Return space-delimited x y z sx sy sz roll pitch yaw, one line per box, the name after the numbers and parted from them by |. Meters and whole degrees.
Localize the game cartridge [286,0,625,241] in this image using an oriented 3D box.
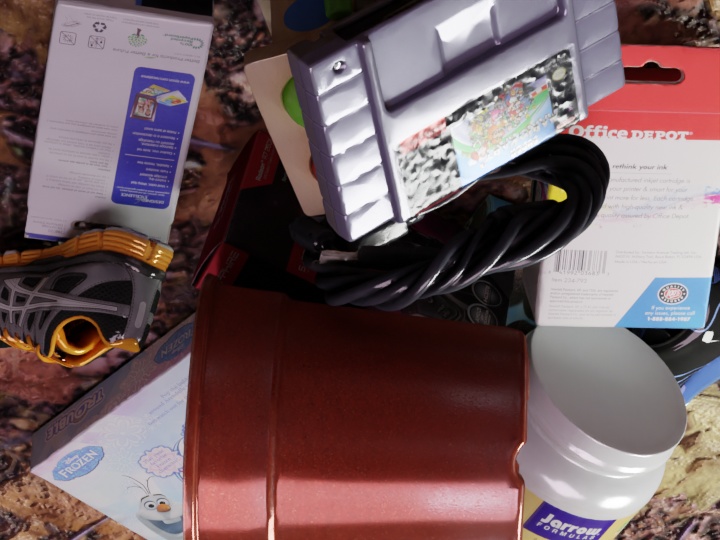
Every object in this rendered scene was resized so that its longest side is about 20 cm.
0.059 -0.110 1.306 0.200 0.038 0.130 -30 128 -19 | game cartridge

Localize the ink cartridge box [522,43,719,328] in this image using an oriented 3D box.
0.172 -0.065 1.511 0.116 0.067 0.200 1 119 -5 | ink cartridge box

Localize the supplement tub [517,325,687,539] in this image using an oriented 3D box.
0.121 0.137 1.619 0.145 0.146 0.200 18 132 -20 | supplement tub

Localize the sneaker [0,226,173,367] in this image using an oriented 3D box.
-0.204 0.029 1.565 0.078 0.077 0.200 19 156 -36 | sneaker

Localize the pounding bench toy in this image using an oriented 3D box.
-0.005 -0.154 1.369 0.124 0.156 0.200 -13 134 10 | pounding bench toy

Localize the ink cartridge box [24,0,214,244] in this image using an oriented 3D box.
-0.157 -0.098 1.499 0.099 0.039 0.200 7 132 -11 | ink cartridge box

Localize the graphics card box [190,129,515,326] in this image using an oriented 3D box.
0.000 0.000 1.517 0.200 0.126 0.051 27 128 -9 | graphics card box

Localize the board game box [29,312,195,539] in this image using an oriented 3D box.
-0.103 0.131 1.724 0.200 0.043 0.199 -35 127 28 | board game box

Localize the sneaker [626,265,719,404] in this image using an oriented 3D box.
0.203 0.068 1.667 0.078 0.070 0.200 30 120 -24 | sneaker

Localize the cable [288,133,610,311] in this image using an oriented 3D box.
0.061 -0.037 1.401 0.200 0.163 0.051 -20 111 -12 | cable

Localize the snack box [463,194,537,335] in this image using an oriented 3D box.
0.089 0.041 1.650 0.116 0.037 0.200 21 130 -21 | snack box

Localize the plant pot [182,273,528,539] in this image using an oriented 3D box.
0.001 0.104 1.408 0.195 0.201 0.201 2 135 2 | plant pot
